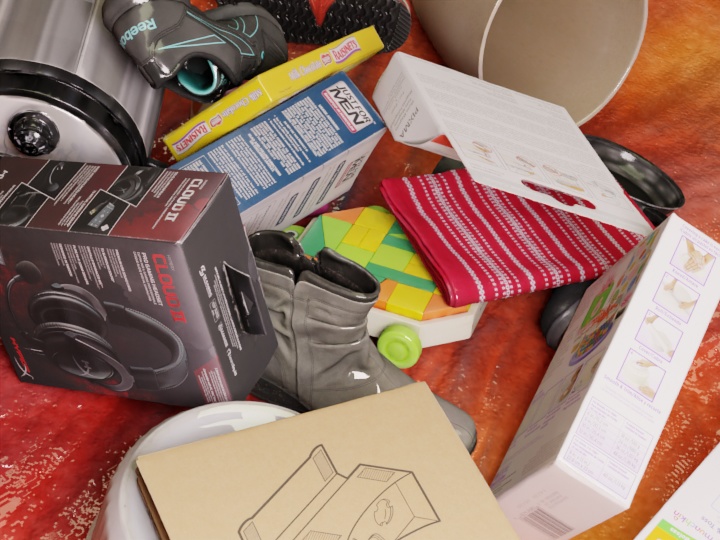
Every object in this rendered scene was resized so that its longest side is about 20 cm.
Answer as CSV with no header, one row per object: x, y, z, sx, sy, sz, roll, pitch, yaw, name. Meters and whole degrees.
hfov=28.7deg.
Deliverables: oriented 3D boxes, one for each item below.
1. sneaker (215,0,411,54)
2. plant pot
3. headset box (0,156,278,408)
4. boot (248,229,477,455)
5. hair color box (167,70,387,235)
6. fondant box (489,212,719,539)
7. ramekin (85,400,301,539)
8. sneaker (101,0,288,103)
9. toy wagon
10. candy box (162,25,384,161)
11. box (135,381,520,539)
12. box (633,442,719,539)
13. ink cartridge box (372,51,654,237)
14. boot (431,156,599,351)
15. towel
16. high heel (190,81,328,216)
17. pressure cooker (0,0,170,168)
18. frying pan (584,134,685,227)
-0.045,-0.261,1.349,0.197,0.071,0.094,12,26,2,sneaker
0.132,-0.249,1.304,0.186,0.189,0.200,-15,36,-26,plant pot
-0.153,0.010,0.940,0.198,0.150,0.078,7,42,23,headset box
-0.003,0.058,0.980,0.198,0.131,0.068,24,45,11,boot
-0.082,-0.062,1.052,0.199,0.100,0.061,-33,79,-30,hair color box
0.165,0.078,0.947,0.058,0.144,0.201,30,64,-2,fondant box
-0.075,0.172,0.877,0.200,0.095,0.204,6,44,-6,ramekin
-0.115,-0.159,1.059,0.199,0.075,0.080,1,58,-59,sneaker
0.000,0.000,1.089,0.198,0.040,0.155,17,36,12,toy wagon
-0.063,-0.141,1.101,0.027,0.102,0.200,57,32,-3,candy box
-0.013,0.152,0.827,0.198,0.021,0.164,-12,49,-25,box
0.246,0.188,0.919,0.101,0.113,0.199,37,49,21,box
0.108,-0.079,1.030,0.161,0.057,0.201,15,32,-25,ink cartridge box
0.135,-0.032,1.145,0.200,0.066,0.164,42,40,21,boot
0.127,-0.040,1.097,0.198,0.023,0.145,-12,46,-20,towel
-0.089,-0.116,1.199,0.095,0.068,0.201,14,42,-26,high heel
-0.242,-0.114,1.059,0.174,0.179,0.201,-16,44,19,pressure cooker
0.248,-0.059,1.203,0.114,0.031,0.190,1,37,-42,frying pan
